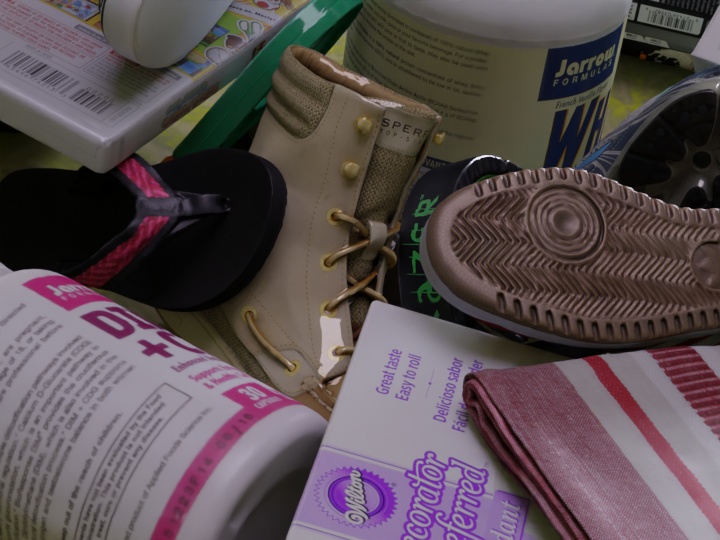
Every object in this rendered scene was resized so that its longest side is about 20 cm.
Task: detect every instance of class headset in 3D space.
[{"bbox_3d":[0.065,0.029,0.899,0.093,0.200,0.125,-13,65,30],"label":"headset"}]

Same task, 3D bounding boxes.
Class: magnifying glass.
[{"bbox_3d":[-0.074,-0.068,1.020,0.022,0.200,0.080,43,0,1],"label":"magnifying glass"}]

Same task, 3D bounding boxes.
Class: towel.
[{"bbox_3d":[0.151,0.076,0.737,0.198,0.023,0.144,-5,38,-26],"label":"towel"}]

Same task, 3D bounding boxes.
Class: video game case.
[{"bbox_3d":[-0.153,-0.135,1.020,0.199,0.023,0.182,27,41,19],"label":"video game case"}]

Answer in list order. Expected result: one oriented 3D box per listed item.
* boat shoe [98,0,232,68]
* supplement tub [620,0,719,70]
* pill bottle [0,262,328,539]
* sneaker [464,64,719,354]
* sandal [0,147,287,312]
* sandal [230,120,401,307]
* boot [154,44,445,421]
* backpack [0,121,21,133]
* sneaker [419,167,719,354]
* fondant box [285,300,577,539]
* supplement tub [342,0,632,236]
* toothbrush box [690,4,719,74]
[{"bbox_3d":[-0.092,-0.162,0.994,0.067,0.072,0.200,21,36,8],"label":"boat shoe"},{"bbox_3d":[0.179,-0.195,1.285,0.198,0.123,0.123,14,35,7],"label":"supplement tub"},{"bbox_3d":[-0.118,0.069,0.848,0.199,0.114,0.113,26,38,23],"label":"pill bottle"},{"bbox_3d":[0.127,-0.024,0.996,0.078,0.200,0.086,47,27,-8],"label":"sneaker"},{"bbox_3d":[-0.118,-0.022,0.964,0.199,0.076,0.045,0,-14,38],"label":"sandal"},{"bbox_3d":[-0.012,-0.013,1.041,0.081,0.055,0.200,-31,62,-10],"label":"sandal"},{"bbox_3d":[0.000,0.000,0.933,0.072,0.156,0.200,12,21,-46],"label":"boot"},{"bbox_3d":[-0.182,-0.164,1.159,0.162,0.154,0.201,7,54,7],"label":"backpack"},{"bbox_3d":[0.104,0.010,0.836,0.198,0.112,0.072,3,71,-20],"label":"sneaker"},{"bbox_3d":[0.078,0.100,0.747,0.198,0.059,0.145,15,37,4],"label":"fondant box"},{"bbox_3d":[0.063,-0.115,1.075,0.144,0.201,0.145,6,35,-4],"label":"supplement tub"},{"bbox_3d":[0.263,-0.076,1.064,0.146,0.200,0.086,26,77,22],"label":"toothbrush box"}]
